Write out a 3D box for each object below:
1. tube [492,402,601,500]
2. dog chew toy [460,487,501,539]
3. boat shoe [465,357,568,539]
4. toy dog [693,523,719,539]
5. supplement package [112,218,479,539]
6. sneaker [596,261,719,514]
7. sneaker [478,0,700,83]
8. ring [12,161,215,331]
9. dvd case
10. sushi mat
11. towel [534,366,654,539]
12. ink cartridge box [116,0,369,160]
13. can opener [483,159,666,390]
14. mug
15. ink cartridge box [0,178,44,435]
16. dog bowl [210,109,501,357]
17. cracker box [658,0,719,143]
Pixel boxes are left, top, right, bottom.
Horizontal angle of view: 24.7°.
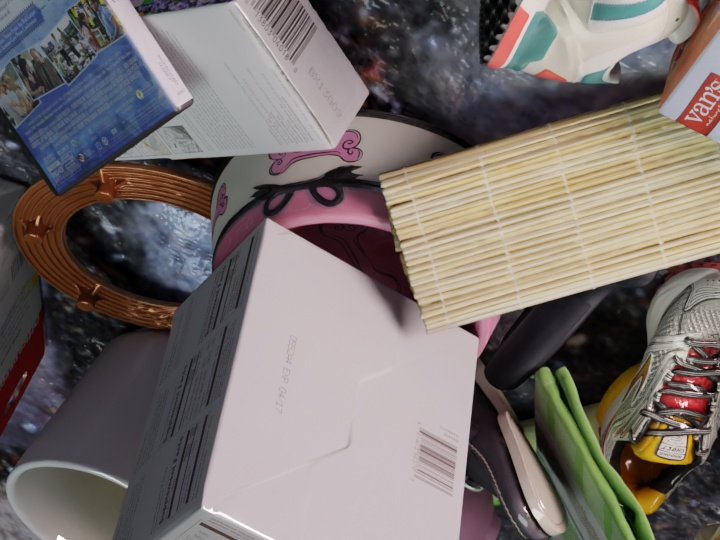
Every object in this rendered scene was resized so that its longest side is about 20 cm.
[{"bbox_3d":[0.130,0.127,1.140,0.200,0.052,0.058,-16,168,33],"label":"tube"},{"bbox_3d":[-0.001,0.144,1.120,0.200,0.125,0.125,23,143,4],"label":"dog chew toy"},{"bbox_3d":[0.077,0.119,1.033,0.063,0.200,0.073,-31,114,4],"label":"boat shoe"},{"bbox_3d":[0.279,0.122,0.953,0.139,0.194,0.200,25,111,20],"label":"toy dog"},{"bbox_3d":[-0.033,0.104,0.914,0.156,0.200,0.111,30,134,-20],"label":"supplement package"},{"bbox_3d":[0.200,0.075,0.997,0.078,0.082,0.200,15,134,-2],"label":"sneaker"},{"bbox_3d":[0.133,-0.158,0.786,0.093,0.070,0.200,15,144,-17],"label":"sneaker"},{"bbox_3d":[-0.136,-0.006,1.104,0.200,0.019,0.201,8,148,5],"label":"ring"},{"bbox_3d":[-0.190,-0.150,0.930,0.143,0.018,0.200,-26,100,48],"label":"dvd case"},{"bbox_3d":[0.113,-0.034,0.892,0.200,0.012,0.096,-16,105,13],"label":"sushi mat"},{"bbox_3d":[0.152,0.165,1.034,0.031,0.149,0.200,-21,145,-8],"label":"towel"},{"bbox_3d":[-0.105,-0.119,0.952,0.200,0.050,0.109,1,138,41],"label":"ink cartridge box"},{"bbox_3d":[0.130,0.005,0.974,0.079,0.063,0.200,42,141,10],"label":"can opener"},{"bbox_3d":[-0.149,0.136,1.203,0.149,0.153,0.187,-5,135,31],"label":"mug"},{"bbox_3d":[-0.283,0.035,1.180,0.067,0.116,0.200,16,142,7],"label":"ink cartridge box"},{"bbox_3d":[0.000,0.000,0.999,0.200,0.074,0.200,6,138,6],"label":"dog bowl"},{"bbox_3d":[0.265,-0.091,0.793,0.200,0.058,0.134,26,142,-5],"label":"cracker box"}]
